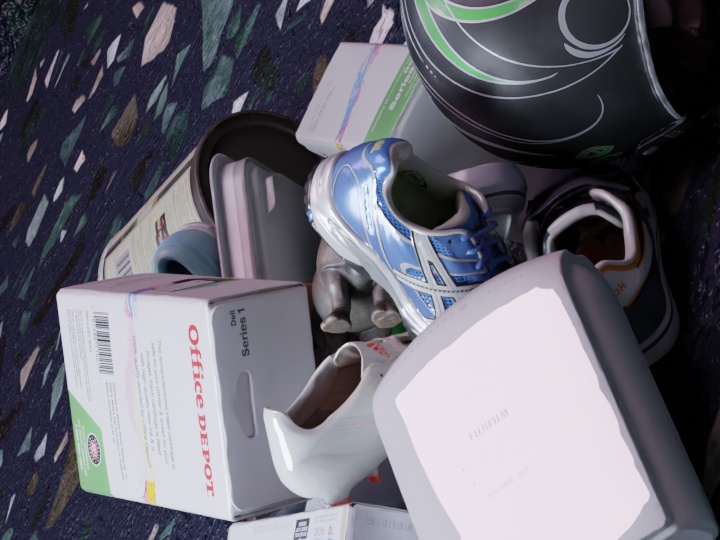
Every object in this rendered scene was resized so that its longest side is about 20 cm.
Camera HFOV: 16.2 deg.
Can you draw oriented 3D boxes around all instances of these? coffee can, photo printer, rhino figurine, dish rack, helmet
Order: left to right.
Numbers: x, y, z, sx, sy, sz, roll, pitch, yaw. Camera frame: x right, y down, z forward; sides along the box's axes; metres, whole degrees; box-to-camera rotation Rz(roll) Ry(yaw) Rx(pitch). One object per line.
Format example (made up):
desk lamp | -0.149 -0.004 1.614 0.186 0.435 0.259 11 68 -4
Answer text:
coffee can | -0.115 -0.023 2.110 0.200 0.146 0.147 -42 32 50
dish rack | -0.050 0.018 1.869 0.043 0.171 0.201 -16 70 20
rhino figurine | 0.000 0.000 1.620 0.201 0.059 0.088 98 173 -54
photo printer | 0.096 0.100 1.420 0.166 0.069 0.201 -37 57 27
helmet | 0.118 -0.163 1.558 0.190 0.200 0.201 -2 62 31

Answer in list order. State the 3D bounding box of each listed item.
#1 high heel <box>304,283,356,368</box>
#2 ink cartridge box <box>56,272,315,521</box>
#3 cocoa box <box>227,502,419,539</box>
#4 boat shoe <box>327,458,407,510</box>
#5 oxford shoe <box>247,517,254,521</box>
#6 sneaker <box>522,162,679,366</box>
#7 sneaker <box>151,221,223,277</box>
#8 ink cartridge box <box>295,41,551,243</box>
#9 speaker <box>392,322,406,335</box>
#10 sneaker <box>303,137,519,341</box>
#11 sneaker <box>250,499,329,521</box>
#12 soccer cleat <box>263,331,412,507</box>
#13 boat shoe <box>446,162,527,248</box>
high heel | 0.000 0.107 1.734 0.096 0.067 0.201 79 173 -72
ink cartridge box | -0.115 0.081 1.703 0.199 0.084 0.146 3 101 54
cocoa box | 0.005 0.223 1.545 0.200 0.133 0.132 160 119 -64
boat shoe | 0.036 0.113 1.633 0.200 0.073 0.066 -39 -22 -47
oxford shoe | -0.072 0.141 1.933 0.071 0.072 0.201 -34 39 55
sneaker | 0.140 -0.026 1.542 0.078 0.079 0.200 -34 32 10
sneaker | -0.114 0.069 1.830 0.073 0.201 0.082 -16 5 24
ink cartridge box | 0.058 -0.089 1.738 0.088 0.145 0.200 -64 19 -5
speaker | 0.028 0.007 1.805 0.089 0.088 0.200 -62 21 13
sneaker | 0.057 0.000 1.502 0.077 0.200 0.076 -32 23 51
sneaker | -0.033 0.162 1.819 0.200 0.075 0.114 -35 36 46
soccer cleat | 0.026 0.064 1.538 0.200 0.078 0.069 -37 27 -26
boat shoe | 0.069 -0.011 1.606 0.200 0.073 0.067 114 143 -73
